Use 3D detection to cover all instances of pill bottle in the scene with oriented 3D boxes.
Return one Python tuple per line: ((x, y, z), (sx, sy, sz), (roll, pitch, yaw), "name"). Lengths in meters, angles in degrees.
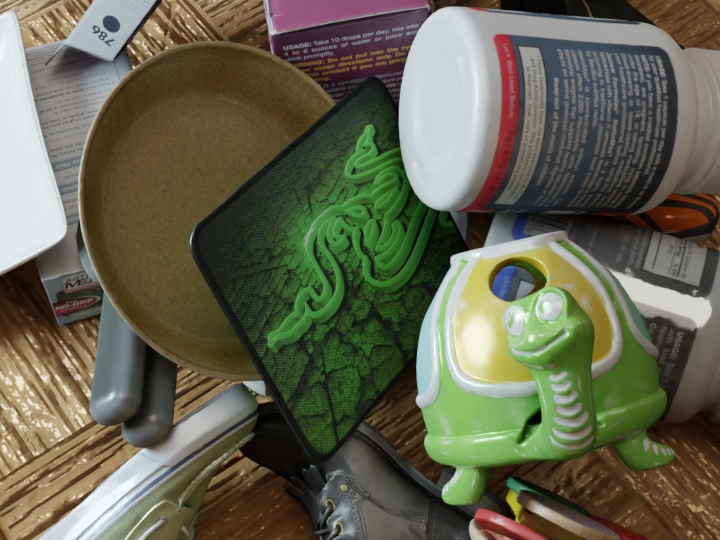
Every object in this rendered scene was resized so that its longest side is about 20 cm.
((0.172, 0.029, 0.868), (0.199, 0.114, 0.114), (19, 59, 10), "pill bottle")
((0.135, -0.093, 0.830), (0.199, 0.120, 0.120), (1, 56, -21), "pill bottle")

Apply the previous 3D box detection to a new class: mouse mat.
((-0.007, -0.005, 0.818), (0.008, 0.161, 0.200), (-10, 27, 43), "mouse mat")

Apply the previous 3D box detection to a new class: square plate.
((-0.290, -0.052, 0.925), (0.199, 0.028, 0.199), (-29, 59, 13), "square plate")

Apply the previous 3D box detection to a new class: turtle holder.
((0.087, 0.050, 0.741), (0.140, 0.185, 0.133), (-12, 88, 29), "turtle holder")

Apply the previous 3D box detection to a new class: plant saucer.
((-0.079, -0.034, 0.807), (0.199, 0.035, 0.202), (7, 78, -32), "plant saucer")

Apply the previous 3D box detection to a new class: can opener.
((-0.138, 0.021, 0.826), (0.066, 0.053, 0.201), (-33, 40, 23), "can opener")

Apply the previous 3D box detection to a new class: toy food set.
((0.147, 0.173, 0.736), (0.197, 0.200, 0.049), (25, 91, 0), "toy food set")

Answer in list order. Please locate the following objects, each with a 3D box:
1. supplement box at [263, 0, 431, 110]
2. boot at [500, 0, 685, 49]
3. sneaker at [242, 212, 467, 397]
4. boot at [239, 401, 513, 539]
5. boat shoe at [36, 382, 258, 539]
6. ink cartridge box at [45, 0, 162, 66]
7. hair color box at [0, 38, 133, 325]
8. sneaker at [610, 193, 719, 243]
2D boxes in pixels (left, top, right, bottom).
((-0.010, -0.151, 0.925), (0.103, 0.200, 0.132), (-9, 59, -1), "supplement box")
((0.188, -0.189, 1.046), (0.138, 0.078, 0.201), (18, 40, -17), "boot")
((0.000, 0.000, 0.901), (0.075, 0.087, 0.200), (38, 63, 23), "sneaker")
((-0.015, 0.181, 0.795), (0.199, 0.069, 0.175), (23, 59, 10), "boot")
((-0.131, 0.148, 0.807), (0.200, 0.072, 0.062), (-41, 89, -2), "boat shoe")
((-0.137, -0.212, 0.928), (0.039, 0.200, 0.100), (39, 40, -13), "ink cartridge box")
((-0.190, -0.070, 0.956), (0.098, 0.061, 0.201), (-15, 59, -10), "hair color box")
((0.155, -0.086, 0.932), (0.199, 0.113, 0.078), (13, 34, 6), "sneaker")
